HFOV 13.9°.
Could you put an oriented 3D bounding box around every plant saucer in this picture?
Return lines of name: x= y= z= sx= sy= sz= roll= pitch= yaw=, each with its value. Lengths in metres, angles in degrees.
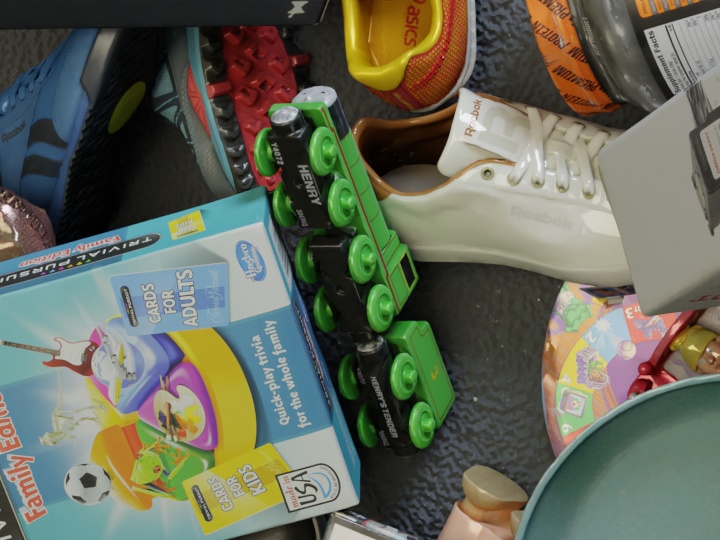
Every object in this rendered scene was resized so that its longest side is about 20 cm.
plant saucer: x=0.164 y=0.137 z=1.293 sx=0.199 sy=0.036 sz=0.201 roll=1 pitch=103 yaw=5

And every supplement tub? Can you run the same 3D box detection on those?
supplement tub: x=0.180 y=-0.141 z=1.330 sx=0.200 sy=0.122 sz=0.123 roll=-14 pitch=84 yaw=21

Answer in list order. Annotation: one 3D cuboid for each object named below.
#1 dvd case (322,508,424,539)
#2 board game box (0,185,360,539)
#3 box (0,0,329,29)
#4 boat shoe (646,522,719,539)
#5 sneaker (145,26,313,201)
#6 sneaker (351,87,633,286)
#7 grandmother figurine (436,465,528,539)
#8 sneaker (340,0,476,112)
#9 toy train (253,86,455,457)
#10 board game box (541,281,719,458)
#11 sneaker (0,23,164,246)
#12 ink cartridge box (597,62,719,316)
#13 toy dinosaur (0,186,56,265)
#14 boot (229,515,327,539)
dvd case: x=0.056 y=0.211 z=1.373 sx=0.200 sy=0.022 sz=0.146 roll=19 pitch=98 yaw=17
board game box: x=-0.116 y=0.062 z=1.383 sx=0.200 sy=0.047 sz=0.151 roll=-16 pitch=113 yaw=7
box: x=-0.117 y=-0.222 z=1.363 sx=0.123 sy=0.200 sz=0.199 roll=115 pitch=145 yaw=-49
boat shoe: x=0.175 y=0.079 z=1.323 sx=0.202 sy=0.065 sz=0.075 roll=-26 pitch=87 yaw=16
sneaker: x=-0.091 y=-0.118 z=1.475 sx=0.095 sy=0.079 sz=0.200 roll=-28 pitch=77 yaw=39
sneaker: x=0.085 y=-0.043 z=1.377 sx=0.200 sy=0.085 sz=0.073 roll=-2 pitch=54 yaw=21
grandmother figurine: x=0.036 y=0.201 z=1.422 sx=0.121 sy=0.060 sz=0.200 roll=42 pitch=109 yaw=44
sneaker: x=0.019 y=-0.177 z=1.415 sx=0.073 sy=0.077 sz=0.200 roll=-14 pitch=74 yaw=21
toy train: x=0.000 y=0.000 z=1.386 sx=0.042 sy=0.056 sz=0.200 roll=0 pitch=127 yaw=29
board game box: x=0.174 y=0.055 z=1.373 sx=0.200 sy=0.039 sz=0.158 roll=-7 pitch=87 yaw=22
sneaker: x=-0.152 y=-0.074 z=1.443 sx=0.078 sy=0.066 sz=0.200 roll=38 pitch=142 yaw=10
ink cartridge box: x=0.215 y=-0.055 z=1.253 sx=0.200 sy=0.145 sz=0.084 roll=-38 pitch=63 yaw=57
toy dinosaur: x=-0.168 y=0.012 z=1.425 sx=0.135 sy=0.086 sz=0.200 roll=12 pitch=136 yaw=31
boot: x=-0.107 y=0.174 z=1.397 sx=0.066 sy=0.200 sz=0.165 roll=44 pitch=104 yaw=16
